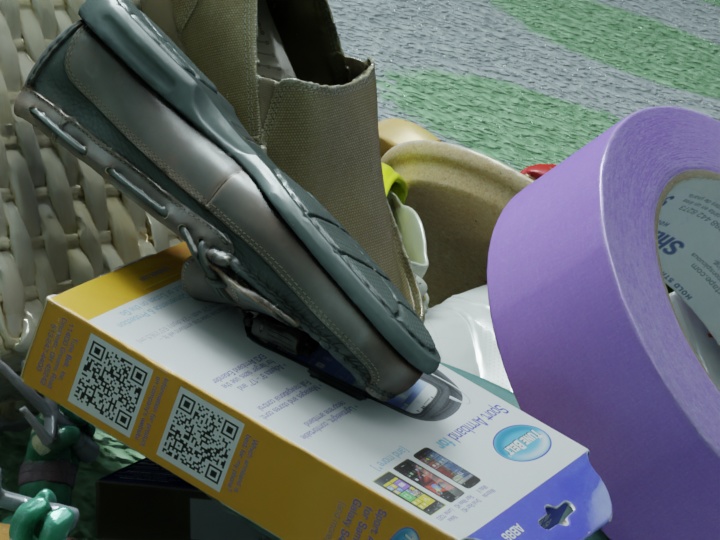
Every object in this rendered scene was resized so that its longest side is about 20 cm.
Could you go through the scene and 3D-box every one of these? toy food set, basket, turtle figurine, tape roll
[{"bbox_3d":[0.089,0.000,1.473,0.198,0.049,0.200,49,-24,-23],"label":"toy food set"},{"bbox_3d":[-0.153,-0.042,1.180,0.161,0.200,0.198,-21,-11,37],"label":"basket"},{"bbox_3d":[-0.106,0.105,1.027,0.200,0.101,0.150,26,16,-18],"label":"turtle figurine"},{"bbox_3d":[0.143,0.034,1.159,0.200,0.066,0.200,31,40,-30],"label":"tape roll"}]

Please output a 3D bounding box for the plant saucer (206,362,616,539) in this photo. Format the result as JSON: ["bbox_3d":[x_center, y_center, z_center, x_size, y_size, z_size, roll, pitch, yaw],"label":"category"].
[{"bbox_3d":[0.022,0.073,1.136,0.200,0.036,0.200,17,18,-6],"label":"plant saucer"}]

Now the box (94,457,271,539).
[{"bbox_3d":[-0.015,0.085,1.235,0.121,0.032,0.200,3,12,23],"label":"box"}]

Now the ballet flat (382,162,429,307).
[{"bbox_3d":[0.000,0.000,1.355,0.067,0.067,0.200,20,29,-11],"label":"ballet flat"}]

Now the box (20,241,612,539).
[{"bbox_3d":[-0.009,0.058,1.031,0.200,0.042,0.119,32,25,18],"label":"box"}]

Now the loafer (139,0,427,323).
[{"bbox_3d":[-0.025,-0.051,1.142,0.076,0.067,0.200,-21,83,-50],"label":"loafer"}]

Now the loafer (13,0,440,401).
[{"bbox_3d":[-0.051,-0.018,1.051,0.200,0.063,0.072,49,6,23],"label":"loafer"}]

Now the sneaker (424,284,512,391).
[{"bbox_3d":[0.075,0.085,1.350,0.115,0.074,0.200,-15,43,-26],"label":"sneaker"}]

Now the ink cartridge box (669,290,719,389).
[{"bbox_3d":[0.177,0.076,1.280,0.116,0.068,0.200,3,60,-43],"label":"ink cartridge box"}]
